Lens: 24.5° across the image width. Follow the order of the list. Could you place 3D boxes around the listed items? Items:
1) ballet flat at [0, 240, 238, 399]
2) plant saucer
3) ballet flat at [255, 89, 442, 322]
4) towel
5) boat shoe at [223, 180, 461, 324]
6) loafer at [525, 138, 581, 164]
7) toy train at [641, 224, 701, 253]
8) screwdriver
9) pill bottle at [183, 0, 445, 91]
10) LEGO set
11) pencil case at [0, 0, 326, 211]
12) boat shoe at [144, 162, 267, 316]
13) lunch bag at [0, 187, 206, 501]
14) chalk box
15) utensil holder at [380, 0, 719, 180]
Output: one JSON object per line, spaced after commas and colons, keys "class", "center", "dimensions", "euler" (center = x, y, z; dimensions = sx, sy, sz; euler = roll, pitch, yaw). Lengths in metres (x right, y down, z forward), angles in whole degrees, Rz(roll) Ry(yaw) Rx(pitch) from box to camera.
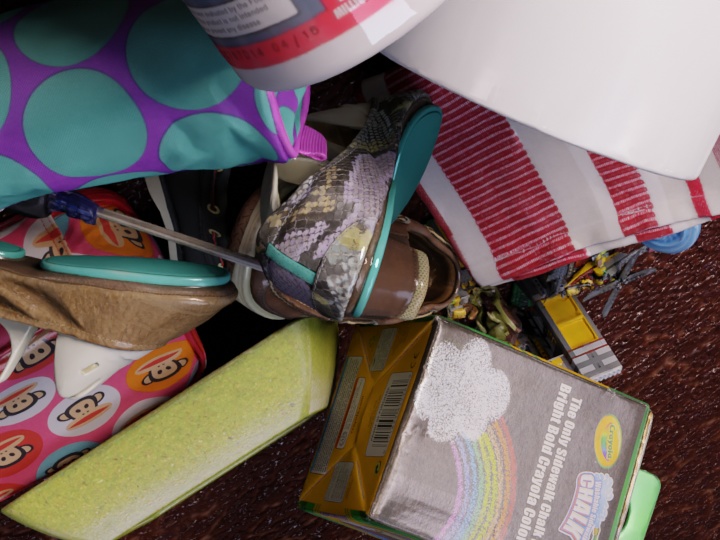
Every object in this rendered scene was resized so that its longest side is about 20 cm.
{"class": "ballet flat", "center": [-0.156, 0.020, 0.780], "dimensions": [0.068, 0.197, 0.073], "euler": [-41, 140, -81]}
{"class": "plant saucer", "center": [-0.093, 0.100, 0.982], "dimensions": [0.199, 0.048, 0.200], "euler": [-33, 176, 3]}
{"class": "ballet flat", "center": [-0.008, -0.044, 0.770], "dimensions": [0.072, 0.072, 0.201], "euler": [-47, -172, 26]}
{"class": "towel", "center": [0.110, -0.068, 0.845], "dimensions": [0.198, 0.023, 0.145], "euler": [-17, 122, 32]}
{"class": "boat shoe", "center": [0.002, -0.006, 0.857], "dimensions": [0.202, 0.074, 0.076], "euler": [-2, 108, -68]}
{"class": "loafer", "center": [0.092, -0.070, 0.902], "dimensions": [0.198, 0.073, 0.073], "euler": [-17, -177, 32]}
{"class": "toy train", "center": [0.182, -0.098, 0.958], "dimensions": [0.087, 0.114, 0.201], "euler": [-53, 176, -41]}
{"class": "screwdriver", "center": [-0.109, -0.019, 0.773], "dimensions": [0.028, 0.198, 0.029], "euler": [67, 46, -76]}
{"class": "pill bottle", "center": [-0.048, -0.175, 0.580], "dimensions": [0.119, 0.120, 0.201], "euler": [-34, 116, 6]}
{"class": "LEGO set", "center": [0.106, 0.045, 1.088], "dimensions": [0.152, 0.116, 0.201], "euler": [-15, 145, -25]}
{"class": "pencil case", "center": [-0.120, -0.068, 0.710], "dimensions": [0.197, 0.085, 0.093], "euler": [-12, 119, 10]}
{"class": "boat shoe", "center": [-0.063, -0.030, 0.873], "dimensions": [0.074, 0.063, 0.202], "euler": [-60, 158, -25]}
{"class": "lunch bag", "center": [-0.183, 0.058, 0.893], "dimensions": [0.198, 0.082, 0.177], "euler": [-28, 149, -6]}
{"class": "chalk box", "center": [0.086, 0.120, 0.994], "dimensions": [0.198, 0.126, 0.124], "euler": [24, 168, -20]}
{"class": "utensil holder", "center": [0.108, -0.160, 0.689], "dimensions": [0.169, 0.169, 0.202], "euler": [9, 108, -47]}
